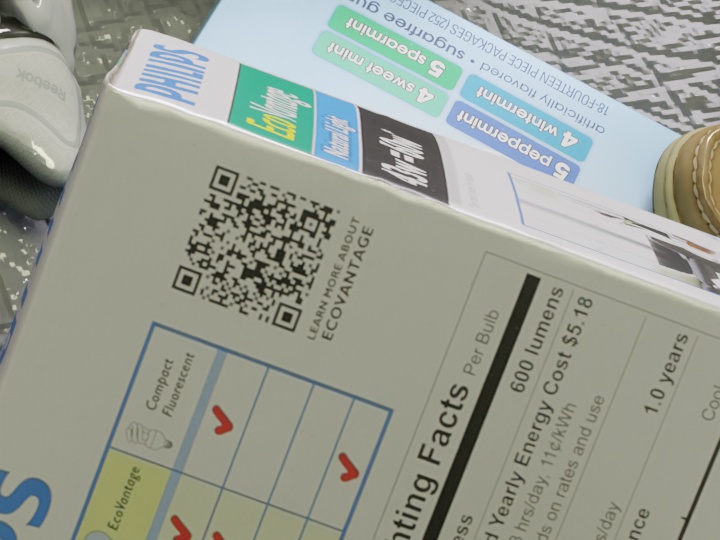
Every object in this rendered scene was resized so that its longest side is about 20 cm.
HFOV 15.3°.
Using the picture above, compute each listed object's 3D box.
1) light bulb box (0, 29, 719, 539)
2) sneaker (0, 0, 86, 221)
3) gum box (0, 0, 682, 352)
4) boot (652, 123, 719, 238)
[{"bbox_3d":[-0.004,0.064,0.718,0.200,0.199,0.125,20,10,-5],"label":"light bulb box"},{"bbox_3d":[-0.177,-0.045,0.824,0.200,0.075,0.081,-9,71,-22],"label":"sneaker"},{"bbox_3d":[0.000,0.000,0.865,0.170,0.045,0.200,29,55,0],"label":"gum box"},{"bbox_3d":[0.211,-0.020,0.860,0.200,0.155,0.073,19,68,-19],"label":"boot"}]
